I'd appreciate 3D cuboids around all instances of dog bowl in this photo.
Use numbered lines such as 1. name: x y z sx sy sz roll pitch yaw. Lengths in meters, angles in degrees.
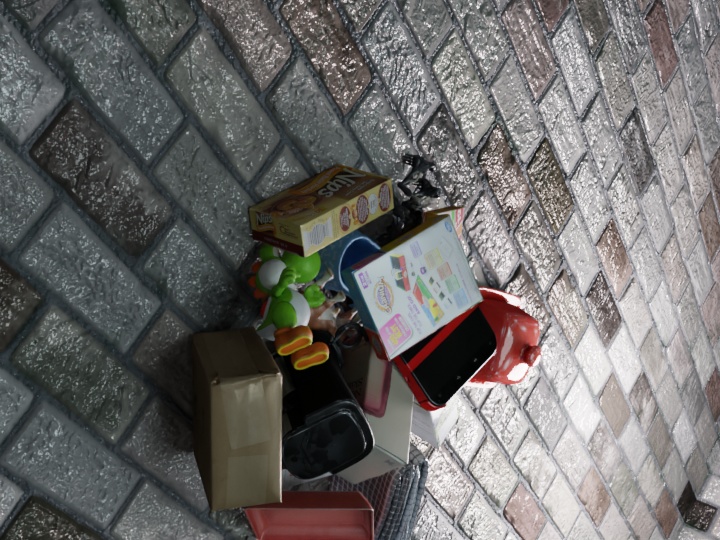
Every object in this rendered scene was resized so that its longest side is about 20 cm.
1. dog bowl: 0.000 0.000 1.645 0.200 0.049 0.113 37 76 -49

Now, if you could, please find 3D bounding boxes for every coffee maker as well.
1. coffee maker: -0.055 0.183 1.470 0.192 0.200 0.134 -47 123 8

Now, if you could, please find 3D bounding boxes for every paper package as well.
1. paper package: -0.176 0.204 1.402 0.102 0.191 0.204 -4 109 -17

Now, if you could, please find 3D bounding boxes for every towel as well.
1. towel: 0.023 0.360 1.702 0.085 0.165 0.203 -10 124 -40

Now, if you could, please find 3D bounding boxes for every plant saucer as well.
1. plant saucer: -0.076 0.389 1.580 0.201 0.195 0.037 88 2 -62

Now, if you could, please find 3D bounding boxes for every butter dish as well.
1. butter dish: 0.291 0.151 1.971 0.198 0.146 0.204 13 94 -51

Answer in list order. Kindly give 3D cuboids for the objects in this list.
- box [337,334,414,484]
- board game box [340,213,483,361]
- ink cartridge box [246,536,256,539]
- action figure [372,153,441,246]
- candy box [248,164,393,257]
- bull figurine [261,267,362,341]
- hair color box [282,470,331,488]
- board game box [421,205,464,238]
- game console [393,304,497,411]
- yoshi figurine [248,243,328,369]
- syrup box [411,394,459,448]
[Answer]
1. box: 0.005 0.217 1.596 0.108 0.127 0.202 35 45 -30
2. board game box: 0.083 0.024 1.555 0.198 0.040 0.155 -30 104 -24
3. ink cartridge box: -0.107 0.535 1.612 0.084 0.198 0.145 -54 138 -16
4. action figure: 0.063 -0.092 1.647 0.202 0.100 0.120 -63 145 -35
5. candy box: -0.056 -0.093 1.490 0.199 0.114 0.056 -30 126 -39
6. bull figurine: -0.069 0.067 1.563 0.120 0.066 0.200 -33 148 10
7. hair color box: -0.104 0.285 1.624 0.198 0.063 0.113 -3 107 -50
8. board game box: 0.136 -0.056 1.683 0.199 0.029 0.097 -16 113 -67
9. game console: 0.131 0.111 1.635 0.200 0.031 0.178 -40 101 -34
10. yoshi figurine: -0.090 0.032 1.436 0.110 0.202 0.113 4 138 -28
11. syrup box: 0.118 0.229 1.740 0.079 0.081 0.201 -53 155 -19
